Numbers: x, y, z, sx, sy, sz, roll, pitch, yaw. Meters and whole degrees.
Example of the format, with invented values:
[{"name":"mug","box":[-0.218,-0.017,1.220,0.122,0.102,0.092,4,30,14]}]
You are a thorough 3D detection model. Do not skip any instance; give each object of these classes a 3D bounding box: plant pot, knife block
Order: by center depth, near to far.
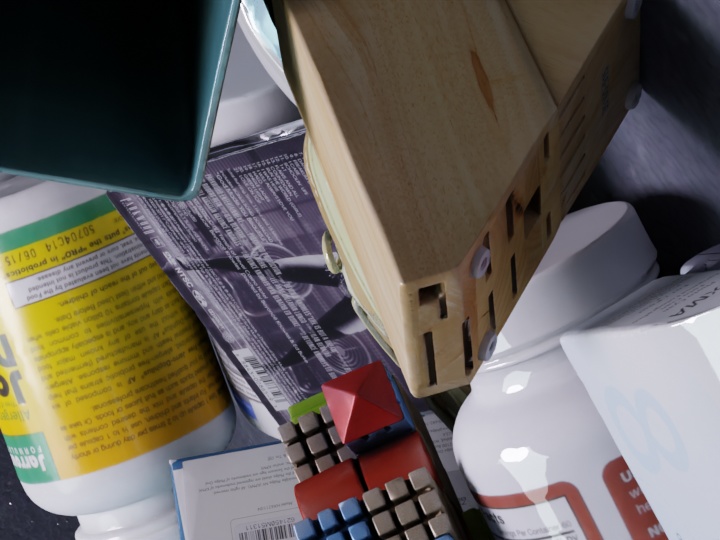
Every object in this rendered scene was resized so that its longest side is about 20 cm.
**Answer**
[{"name":"knife block","box":[-0.001,-0.074,0.756,0.175,0.200,0.064,20,148,21]},{"name":"plant pot","box":[-0.112,-0.147,0.788,0.200,0.141,0.142,-94,16,-55]}]

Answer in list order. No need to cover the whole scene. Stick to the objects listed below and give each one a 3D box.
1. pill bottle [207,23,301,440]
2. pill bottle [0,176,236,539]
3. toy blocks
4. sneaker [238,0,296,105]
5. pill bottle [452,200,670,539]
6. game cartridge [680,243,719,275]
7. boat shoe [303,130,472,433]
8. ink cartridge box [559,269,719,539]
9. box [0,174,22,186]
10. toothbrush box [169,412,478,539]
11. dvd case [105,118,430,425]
[{"name":"pill bottle","box":[-0.032,-0.026,1.041,0.114,0.114,0.200,43,157,48]},{"name":"pill bottle","box":[-0.127,0.049,1.088,0.201,0.112,0.113,71,163,-9]},{"name":"toy blocks","box":[0.019,0.117,0.834,0.137,0.100,0.201,58,-171,-71]},{"name":"sneaker","box":[-0.020,-0.138,0.874,0.201,0.074,0.082,64,169,-13]},{"name":"pill bottle","box":[0.103,0.082,0.808,0.201,0.112,0.112,63,165,-9]},{"name":"game cartridge","box":[0.172,0.050,0.673,0.134,0.040,0.200,66,165,-6]},{"name":"boat shoe","box":[0.030,0.008,0.865,0.063,0.073,0.201,7,144,49]},{"name":"ink cartridge box","box":[0.145,0.077,0.655,0.161,0.047,0.200,62,167,-4]},{"name":"box","box":[-0.172,-0.122,1.142,0.131,0.198,0.200,57,164,22]},{"name":"toothbrush box","box":[0.001,0.148,1.022,0.200,0.146,0.086,83,177,-64]},{"name":"dvd case","box":[0.000,0.000,0.942,0.200,0.016,0.149,-13,121,43]}]
